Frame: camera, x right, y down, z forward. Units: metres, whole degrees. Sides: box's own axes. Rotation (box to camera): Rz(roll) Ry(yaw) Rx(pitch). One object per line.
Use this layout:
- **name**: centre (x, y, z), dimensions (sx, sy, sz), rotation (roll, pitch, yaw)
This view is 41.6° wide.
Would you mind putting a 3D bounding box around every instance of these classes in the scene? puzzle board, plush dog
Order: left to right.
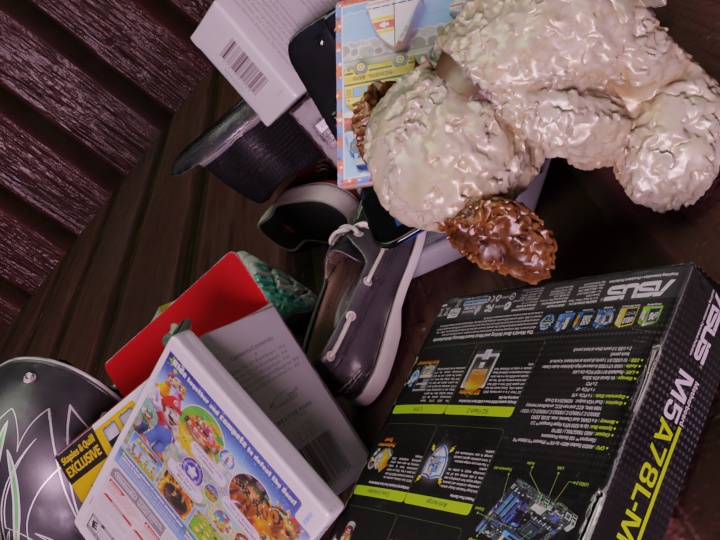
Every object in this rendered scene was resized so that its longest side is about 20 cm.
- **puzzle board**: centre (0.075, -0.143, 0.661), dimensions (0.198, 0.017, 0.152), rotation (-7, 73, 19)
- **plush dog**: centre (0.077, -0.093, 0.530), dimensions (0.172, 0.160, 0.200), rotation (-46, 46, 7)

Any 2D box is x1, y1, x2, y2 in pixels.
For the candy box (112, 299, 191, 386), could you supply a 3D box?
- **candy box**: centre (-0.228, 0.128, 1.057), dimensions (0.136, 0.061, 0.201), rotation (-19, 39, 57)

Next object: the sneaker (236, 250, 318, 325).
- **sneaker**: centre (-0.098, 0.041, 0.917), dimensions (0.092, 0.077, 0.200), rotation (-63, 13, -1)

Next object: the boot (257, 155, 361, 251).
- **boot**: centre (-0.030, -0.101, 0.985), dimensions (0.145, 0.072, 0.200), rotation (-58, 17, -15)

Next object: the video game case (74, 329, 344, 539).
- **video game case**: centre (-0.105, 0.154, 0.597), dimensions (0.018, 0.143, 0.201), rotation (-22, -28, -51)

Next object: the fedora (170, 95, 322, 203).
- **fedora**: centre (-0.095, -0.127, 0.936), dimensions (0.200, 0.092, 0.201), rotation (-38, 13, 10)

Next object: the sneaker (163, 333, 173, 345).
- **sneaker**: centre (-0.160, 0.103, 0.917), dimensions (0.199, 0.071, 0.074), rotation (-8, 56, 50)

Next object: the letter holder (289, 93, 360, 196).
- **letter holder**: centre (0.051, -0.174, 0.821), dimensions (0.200, 0.101, 0.142), rotation (-39, 12, 14)

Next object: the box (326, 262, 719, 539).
- **box**: centre (0.073, 0.095, 0.479), dimensions (0.200, 0.047, 0.194), rotation (-13, 46, 59)

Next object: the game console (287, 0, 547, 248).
- **game console**: centre (0.059, -0.143, 0.686), dimensions (0.199, 0.172, 0.118), rotation (-30, 8, 11)

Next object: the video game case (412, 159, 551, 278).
- **video game case**: centre (0.084, -0.079, 0.765), dimensions (0.200, 0.023, 0.183), rotation (-26, 34, 52)

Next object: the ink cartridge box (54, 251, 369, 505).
- **ink cartridge box**: centre (-0.119, 0.114, 0.660), dimensions (0.200, 0.176, 0.084), rotation (-38, -7, 37)

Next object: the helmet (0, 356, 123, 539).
- **helmet**: centre (-0.247, 0.165, 0.811), dimensions (0.200, 0.200, 0.191), rotation (-46, -9, 18)

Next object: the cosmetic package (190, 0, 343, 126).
- **cosmetic package**: centre (-0.037, -0.228, 0.814), dimensions (0.200, 0.102, 0.071), rotation (-46, 10, -28)

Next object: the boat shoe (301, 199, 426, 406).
- **boat shoe**: centre (0.000, 0.000, 0.718), dimensions (0.074, 0.060, 0.202), rotation (-21, 49, 55)
